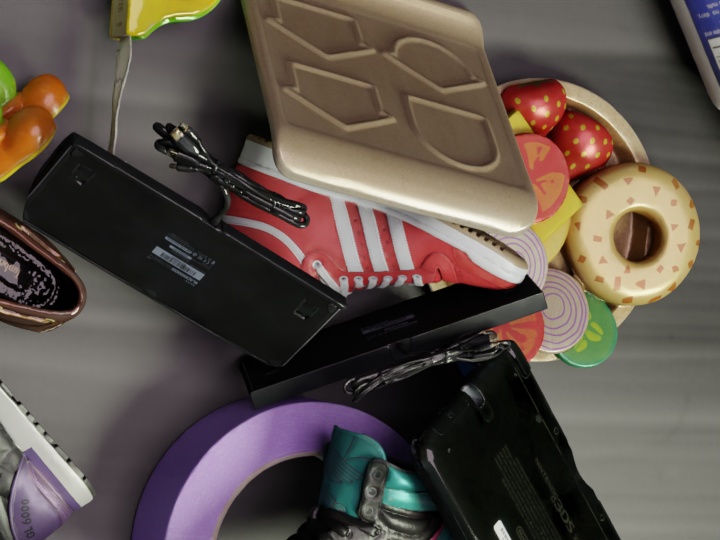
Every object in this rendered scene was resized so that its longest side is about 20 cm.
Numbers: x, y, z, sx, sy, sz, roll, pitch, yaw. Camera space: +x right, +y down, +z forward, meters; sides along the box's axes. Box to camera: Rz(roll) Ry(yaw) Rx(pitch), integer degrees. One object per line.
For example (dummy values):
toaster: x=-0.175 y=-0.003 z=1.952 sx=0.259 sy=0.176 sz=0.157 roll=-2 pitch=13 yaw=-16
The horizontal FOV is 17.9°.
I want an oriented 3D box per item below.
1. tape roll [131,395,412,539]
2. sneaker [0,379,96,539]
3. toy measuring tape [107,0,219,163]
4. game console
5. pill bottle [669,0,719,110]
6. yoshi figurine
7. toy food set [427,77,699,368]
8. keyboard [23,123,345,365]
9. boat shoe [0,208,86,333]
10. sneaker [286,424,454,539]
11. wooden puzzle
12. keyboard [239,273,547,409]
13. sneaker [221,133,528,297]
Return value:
tape roll: x=-0.045 y=0.183 z=1.477 sx=0.199 sy=0.066 sz=0.202 roll=0 pitch=91 yaw=-25
sneaker: x=-0.252 y=0.093 z=1.377 sx=0.087 sy=0.076 sz=0.200 roll=-42 pitch=107 yaw=-11
toy measuring tape: x=-0.120 y=-0.152 z=1.430 sx=0.073 sy=0.073 sz=0.202 roll=5 pitch=90 yaw=-24
game console: x=0.088 y=0.151 z=1.474 sx=0.176 sy=0.116 sz=0.201 roll=-44 pitch=111 yaw=-42
pill bottle: x=0.285 y=-0.174 z=1.586 sx=0.119 sy=0.120 sz=0.201 roll=-30 pitch=104 yaw=-21
yoshi figurine: x=-0.252 y=-0.158 z=1.356 sx=0.200 sy=0.112 sz=0.112 roll=45 pitch=58 yaw=-17
toy food set: x=0.126 y=-0.030 z=1.557 sx=0.198 sy=0.049 sz=0.200 roll=-43 pitch=108 yaw=-17
keyboard: x=-0.095 y=-0.024 z=1.371 sx=0.199 sy=0.127 sz=0.021 roll=31 pitch=39 yaw=-20
boat shoe: x=-0.254 y=-0.025 z=1.373 sx=0.199 sy=0.070 sz=0.071 roll=26 pitch=82 yaw=-22
sneaker: x=-0.021 y=0.158 z=1.404 sx=0.199 sy=0.083 sz=0.122 roll=-6 pitch=99 yaw=-32
wooden puzzle: x=0.010 y=-0.108 z=1.461 sx=0.184 sy=0.046 sz=0.201 roll=14 pitch=42 yaw=-24
keyboard: x=0.024 y=0.049 z=1.444 sx=0.199 sy=0.127 sz=0.021 roll=-19 pitch=108 yaw=-4
sneaker: x=0.000 y=0.000 z=1.462 sx=0.199 sy=0.071 sz=0.113 roll=22 pitch=91 yaw=5
